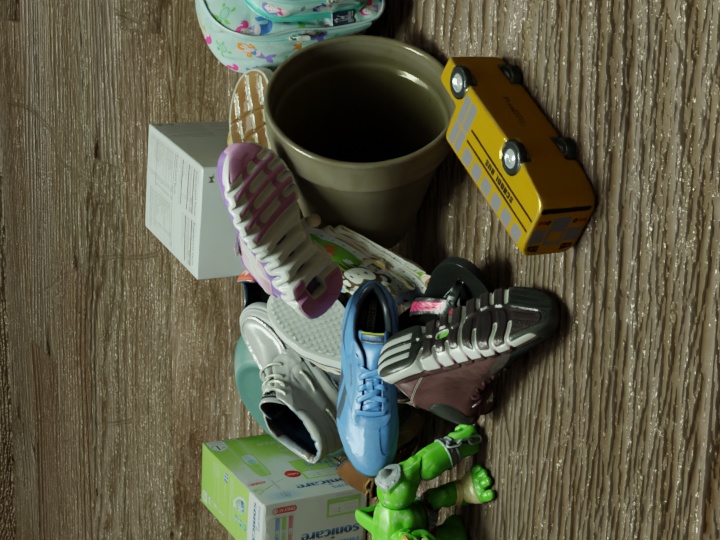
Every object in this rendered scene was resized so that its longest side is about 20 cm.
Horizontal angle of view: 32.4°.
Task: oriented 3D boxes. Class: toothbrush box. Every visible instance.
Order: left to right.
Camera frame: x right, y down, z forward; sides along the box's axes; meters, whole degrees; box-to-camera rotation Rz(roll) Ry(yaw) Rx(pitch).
[{"bbox_3d":[-0.100,0.282,1.566,0.200,0.144,0.087,30,120,58],"label":"toothbrush box"}]

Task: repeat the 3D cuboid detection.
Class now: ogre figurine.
[{"bbox_3d":[0.065,0.264,1.282,0.098,0.119,0.201,55,140,43],"label":"ogre figurine"}]

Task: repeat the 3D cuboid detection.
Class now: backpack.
[{"bbox_3d":[-0.083,-0.310,1.334,0.151,0.198,0.179,87,167,-69],"label":"backpack"}]

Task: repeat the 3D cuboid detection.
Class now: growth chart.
[{"bbox_3d":[0.000,0.000,1.319,0.145,0.199,0.018,-43,24,61],"label":"growth chart"}]

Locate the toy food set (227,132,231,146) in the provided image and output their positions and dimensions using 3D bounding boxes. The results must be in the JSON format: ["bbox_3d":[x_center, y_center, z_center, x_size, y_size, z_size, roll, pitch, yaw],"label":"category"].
[{"bbox_3d":[-0.090,-0.222,1.488,0.200,0.048,0.200,-65,19,-3],"label":"toy food set"}]

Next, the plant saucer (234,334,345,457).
[{"bbox_3d":[-0.089,0.163,1.531,0.199,0.036,0.201,30,143,25],"label":"plant saucer"}]

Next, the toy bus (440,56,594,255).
[{"bbox_3d":[0.138,-0.112,1.141,0.201,0.064,0.079,61,145,36],"label":"toy bus"}]

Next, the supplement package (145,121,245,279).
[{"bbox_3d":[-0.182,-0.099,1.647,0.200,0.150,0.152,38,127,54],"label":"supplement package"}]

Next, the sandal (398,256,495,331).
[{"bbox_3d":[0.080,0.050,1.266,0.075,0.045,0.200,41,148,2],"label":"sandal"}]

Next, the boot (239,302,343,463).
[{"bbox_3d":[-0.086,0.126,1.405,0.200,0.095,0.074,46,125,12],"label":"boot"}]

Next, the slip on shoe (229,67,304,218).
[{"bbox_3d":[-0.092,-0.125,1.357,0.075,0.060,0.202,5,111,39],"label":"slip on shoe"}]

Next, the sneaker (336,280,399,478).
[{"bbox_3d":[0.008,0.109,1.276,0.079,0.065,0.202,92,179,-74],"label":"sneaker"}]

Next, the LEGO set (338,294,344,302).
[{"bbox_3d":[-0.044,-0.041,1.485,0.154,0.115,0.202,76,180,-66],"label":"LEGO set"}]

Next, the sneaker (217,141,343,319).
[{"bbox_3d":[-0.097,-0.040,1.239,0.088,0.080,0.201,15,140,48],"label":"sneaker"}]

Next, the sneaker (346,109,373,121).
[{"bbox_3d":[-0.032,-0.181,1.457,0.199,0.075,0.089,-25,60,54],"label":"sneaker"}]

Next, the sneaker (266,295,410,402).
[{"bbox_3d":[-0.018,0.089,1.381,0.199,0.079,0.080,31,158,22],"label":"sneaker"}]

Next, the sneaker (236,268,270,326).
[{"bbox_3d":[-0.109,0.081,1.564,0.074,0.084,0.202,-8,107,35],"label":"sneaker"}]

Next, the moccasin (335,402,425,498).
[{"bbox_3d":[0.030,0.209,1.386,0.078,0.074,0.202,43,143,7],"label":"moccasin"}]

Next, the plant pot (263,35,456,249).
[{"bbox_3d":[0.000,-0.115,1.295,0.175,0.198,0.201,92,155,-47],"label":"plant pot"}]

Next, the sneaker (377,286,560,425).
[{"bbox_3d":[0.124,0.090,1.207,0.199,0.116,0.076,-19,37,33],"label":"sneaker"}]
